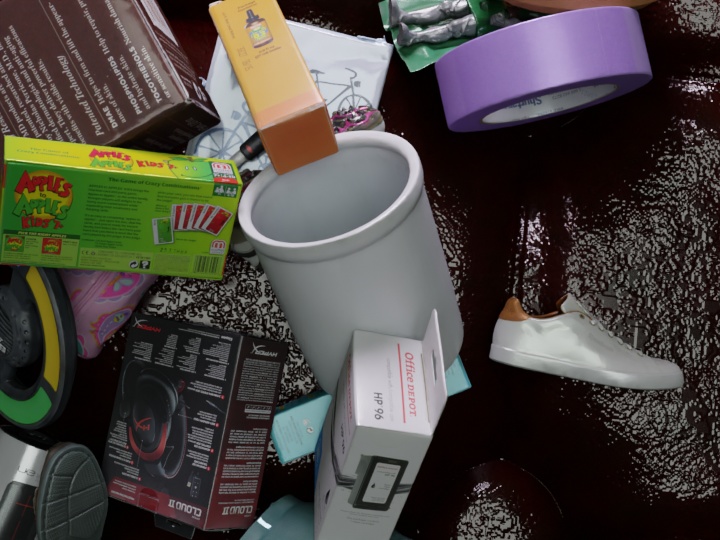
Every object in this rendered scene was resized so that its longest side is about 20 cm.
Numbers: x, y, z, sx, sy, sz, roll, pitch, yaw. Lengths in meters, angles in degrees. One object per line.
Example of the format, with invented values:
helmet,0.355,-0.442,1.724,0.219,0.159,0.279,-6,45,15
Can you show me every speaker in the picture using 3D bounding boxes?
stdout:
speaker,-0.351,0.254,1.059,0.081,0.081,0.201,23,86,-3

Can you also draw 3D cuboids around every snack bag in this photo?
snack bag,-0.077,-0.162,1.122,0.188,0.021,0.201,13,90,-2

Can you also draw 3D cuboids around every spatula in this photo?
spatula,-0.129,-0.106,1.096,0.200,0.021,0.057,-39,93,2

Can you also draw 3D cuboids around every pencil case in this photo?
pencil case,-0.233,-0.012,1.053,0.087,0.087,0.200,40,102,-1

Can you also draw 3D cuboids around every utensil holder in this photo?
utensil holder,0.000,0.000,1.012,0.170,0.170,0.200,-25,126,-5

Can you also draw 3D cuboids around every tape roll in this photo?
tape roll,0.175,-0.191,1.053,0.199,0.200,0.066,-12,88,-4

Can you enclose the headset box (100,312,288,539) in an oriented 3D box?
headset box,-0.164,0.152,1.043,0.148,0.075,0.201,8,86,35

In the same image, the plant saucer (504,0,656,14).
plant saucer,0.211,-0.293,1.078,0.199,0.201,0.032,-3,122,-4

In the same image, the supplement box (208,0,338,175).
supplement box,-0.084,-0.184,1.025,0.066,0.069,0.200,-22,53,-1

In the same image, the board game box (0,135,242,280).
board game box,-0.213,-0.053,0.958,0.199,0.048,0.102,4,120,-20

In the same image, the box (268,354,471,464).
box,0.005,0.129,1.086,0.199,0.082,0.049,-22,89,-5

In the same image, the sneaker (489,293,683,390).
sneaker,0.237,0.071,1.109,0.199,0.073,0.085,12,89,-2

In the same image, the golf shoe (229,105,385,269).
golf shoe,-0.053,-0.086,1.086,0.200,0.073,0.092,-37,120,-3

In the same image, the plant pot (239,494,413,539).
plant pot,-0.055,0.299,1.030,0.134,0.200,0.201,36,85,15

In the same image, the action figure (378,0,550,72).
action figure,0.130,-0.261,1.117,0.199,0.055,0.118,-10,54,-12

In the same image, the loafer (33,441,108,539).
loafer,-0.282,0.254,1.043,0.072,0.063,0.201,-16,111,-39

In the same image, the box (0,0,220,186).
box,-0.266,-0.172,1.030,0.200,0.166,0.165,-29,90,3

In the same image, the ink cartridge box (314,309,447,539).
ink cartridge box,0.013,0.135,0.942,0.068,0.116,0.200,10,128,-11

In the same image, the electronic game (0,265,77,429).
electronic game,-0.329,0.052,1.029,0.042,0.200,0.201,-15,88,-45
